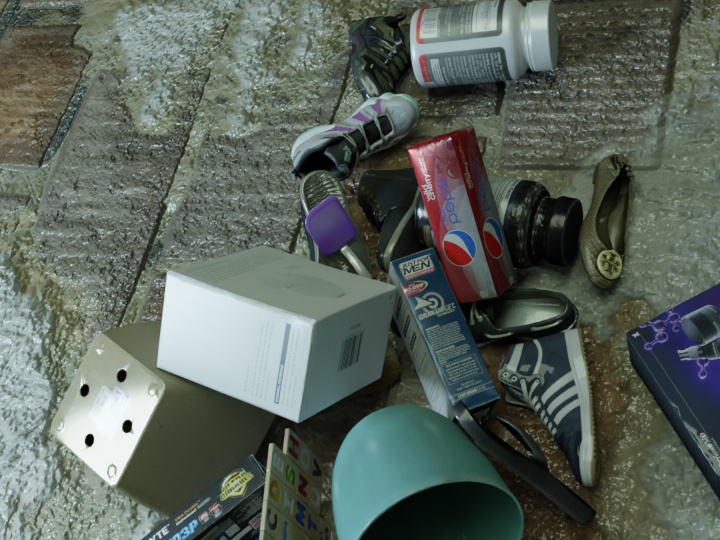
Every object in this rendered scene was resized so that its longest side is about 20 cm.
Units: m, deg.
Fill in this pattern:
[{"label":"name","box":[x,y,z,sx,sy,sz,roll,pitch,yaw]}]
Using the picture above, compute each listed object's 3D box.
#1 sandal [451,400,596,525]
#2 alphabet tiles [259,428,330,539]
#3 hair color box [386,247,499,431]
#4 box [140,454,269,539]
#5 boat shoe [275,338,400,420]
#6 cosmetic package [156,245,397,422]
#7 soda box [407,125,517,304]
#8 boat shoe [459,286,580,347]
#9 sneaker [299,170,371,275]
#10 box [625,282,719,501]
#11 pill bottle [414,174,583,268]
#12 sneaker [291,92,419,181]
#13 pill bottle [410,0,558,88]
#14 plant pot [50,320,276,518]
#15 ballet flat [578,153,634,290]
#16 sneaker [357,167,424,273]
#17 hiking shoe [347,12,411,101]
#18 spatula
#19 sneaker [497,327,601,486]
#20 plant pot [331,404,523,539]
[{"label":"sandal","box":[0.182,0.202,1.246,0.199,0.076,0.043,38,92,-8]},{"label":"alphabet tiles","box":[-0.070,0.290,1.269,0.007,0.168,0.202,-10,54,21]},{"label":"hair color box","box":[0.094,0.086,1.349,0.060,0.100,0.202,-18,68,-12]},{"label":"box","box":[-0.163,0.318,1.289,0.199,0.159,0.046,-38,51,-6]},{"label":"boat shoe","box":[-0.048,0.130,1.433,0.197,0.074,0.070,-16,46,4]},{"label":"cosmetic package","box":[-0.095,0.065,1.309,0.198,0.199,0.125,18,108,25]},{"label":"soda box","box":[0.124,-0.066,1.368,0.063,0.202,0.070,-12,10,34]},{"label":"boat shoe","box":[0.171,0.052,1.403,0.197,0.060,0.077,-6,61,19]},{"label":"sneaker","box":[-0.034,-0.027,1.527,0.074,0.106,0.203,-11,82,-7]},{"label":"box","box":[0.406,0.130,1.257,0.140,0.079,0.201,-29,53,3]},{"label":"pill bottle","box":[0.177,-0.064,1.447,0.198,0.112,0.113,12,62,26]},{"label":"sneaker","box":[-0.007,-0.172,1.580,0.198,0.078,0.140,-26,21,13]},{"label":"pill bottle","box":[0.179,-0.327,1.619,0.197,0.114,0.115,-2,57,19]},{"label":"plant pot","box":[-0.249,0.175,1.367,0.199,0.176,0.201,31,95,34]},{"label":"ballet flat","box":[0.317,-0.067,1.425,0.046,0.067,0.202,-28,37,47]},{"label":"sneaker","box":[0.034,-0.065,1.513,0.105,0.075,0.201,3,39,21]},{"label":"hiking shoe","box":[0.039,-0.316,1.687,0.100,0.076,0.202,-18,53,12]},{"label":"spatula","box":[0.000,0.000,1.454,0.056,0.021,0.201,-35,92,-8]},{"label":"sneaker","box":[0.217,0.162,1.308,0.107,0.070,0.202,-9,50,11]},{"label":"plant pot","box":[0.057,0.247,1.242,0.199,0.202,0.162,-28,39,0]}]
